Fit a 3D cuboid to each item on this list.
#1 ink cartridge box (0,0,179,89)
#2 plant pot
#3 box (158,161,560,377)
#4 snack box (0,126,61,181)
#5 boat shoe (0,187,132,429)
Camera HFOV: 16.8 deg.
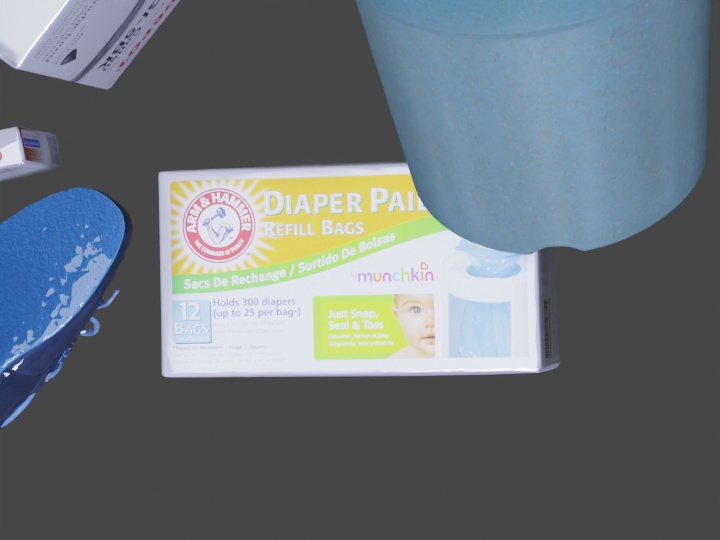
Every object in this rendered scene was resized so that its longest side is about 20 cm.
[{"bbox_3d":[-0.139,-0.177,1.263,0.083,0.200,0.147,39,96,5],"label":"ink cartridge box"},{"bbox_3d":[0.083,-0.126,1.149,0.200,0.200,0.196,-3,132,10],"label":"plant pot"},{"bbox_3d":[0.000,0.000,1.285,0.200,0.101,0.113,-2,89,10],"label":"box"},{"bbox_3d":[-0.271,-0.049,1.347,0.200,0.072,0.024,-10,89,9],"label":"snack box"},{"bbox_3d":[-0.199,0.034,1.339,0.200,0.069,0.084,-44,74,6],"label":"boat shoe"}]
